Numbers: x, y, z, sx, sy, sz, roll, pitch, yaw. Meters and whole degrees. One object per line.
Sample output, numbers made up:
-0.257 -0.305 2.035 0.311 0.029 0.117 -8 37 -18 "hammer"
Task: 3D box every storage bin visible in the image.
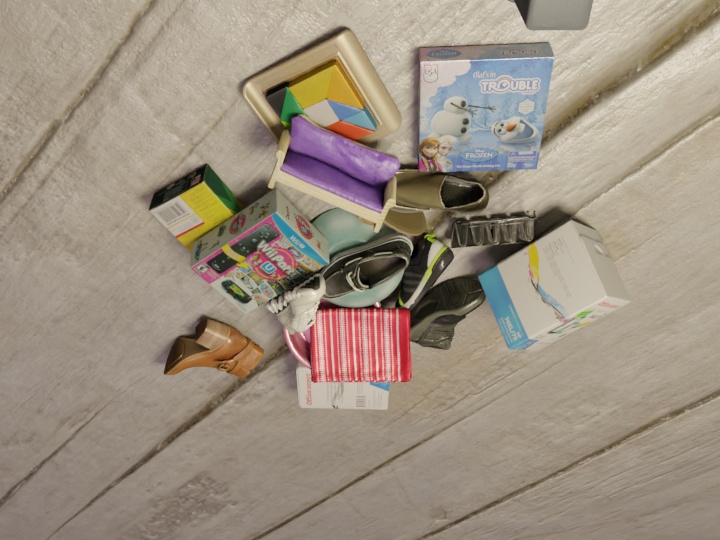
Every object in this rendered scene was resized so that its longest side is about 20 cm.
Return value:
0.236 -0.404 0.922 0.141 0.137 0.203 0 135 0 "storage bin"

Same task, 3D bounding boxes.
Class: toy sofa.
-0.037 -0.150 1.147 0.196 0.084 0.099 22 122 -10 "toy sofa"

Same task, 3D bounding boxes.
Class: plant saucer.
-0.016 -0.013 1.344 0.195 0.039 0.206 2 118 3 "plant saucer"
-0.053 0.096 1.439 0.194 0.051 0.207 0 102 -1 "plant saucer"

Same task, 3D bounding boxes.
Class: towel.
0.001 0.144 1.414 0.194 0.023 0.149 -1 102 0 "towel"

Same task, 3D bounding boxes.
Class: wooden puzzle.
-0.058 -0.250 1.150 0.196 0.038 0.186 -22 131 21 "wooden puzzle"

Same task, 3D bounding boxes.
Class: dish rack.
0.222 -0.068 1.242 0.149 0.200 0.056 -6 92 7 "dish rack"

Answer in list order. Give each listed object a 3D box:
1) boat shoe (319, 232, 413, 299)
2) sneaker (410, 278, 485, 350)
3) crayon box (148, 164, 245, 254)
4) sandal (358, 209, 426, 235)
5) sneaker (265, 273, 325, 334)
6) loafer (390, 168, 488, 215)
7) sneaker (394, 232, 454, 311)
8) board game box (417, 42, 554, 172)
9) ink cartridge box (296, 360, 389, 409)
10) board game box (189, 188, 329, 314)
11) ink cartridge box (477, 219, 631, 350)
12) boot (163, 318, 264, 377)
0.000 0.000 1.285 0.197 0.072 0.073 -30 113 23 "boat shoe"
0.174 0.089 1.467 0.197 0.078 0.114 -33 138 23 "sneaker"
-0.260 -0.078 1.315 0.124 0.052 0.201 -22 130 20 "crayon box"
0.012 -0.115 1.275 0.208 0.079 0.069 26 151 -21 "sandal"
-0.101 0.062 1.317 0.082 0.074 0.199 60 154 0 "sneaker"
0.119 -0.134 1.221 0.194 0.078 0.070 2 174 -2 "loafer"
0.105 0.000 1.397 0.083 0.072 0.201 42 135 8 "sneaker"
0.185 -0.245 1.148 0.194 0.044 0.202 -2 134 3 "board game box"
-0.036 0.222 1.591 0.194 0.086 0.147 1 136 -1 "ink cartridge box"
-0.173 -0.029 1.285 0.197 0.065 0.147 -30 129 22 "board game box"
0.343 0.031 1.318 0.198 0.149 0.145 -33 157 30 "ink cartridge box"
-0.313 0.185 1.578 0.154 0.078 0.199 31 121 -32 "boot"
